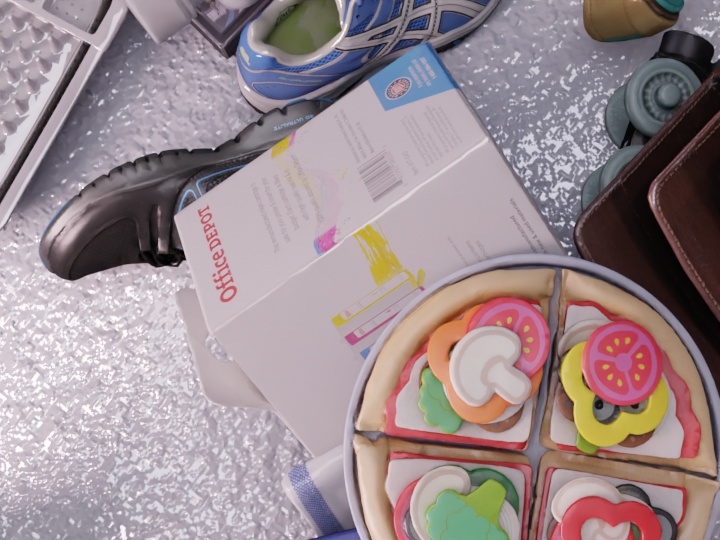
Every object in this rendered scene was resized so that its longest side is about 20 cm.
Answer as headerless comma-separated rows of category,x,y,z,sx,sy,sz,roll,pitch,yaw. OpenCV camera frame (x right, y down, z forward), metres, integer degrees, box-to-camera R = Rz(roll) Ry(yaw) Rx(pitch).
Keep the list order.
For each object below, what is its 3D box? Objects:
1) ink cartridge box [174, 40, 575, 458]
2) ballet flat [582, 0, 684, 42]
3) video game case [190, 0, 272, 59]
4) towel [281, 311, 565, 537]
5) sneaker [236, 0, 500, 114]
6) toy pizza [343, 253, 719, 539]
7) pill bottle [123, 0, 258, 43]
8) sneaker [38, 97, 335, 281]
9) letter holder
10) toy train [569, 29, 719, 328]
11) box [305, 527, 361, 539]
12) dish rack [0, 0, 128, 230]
ink cartridge box,0.000,0.000,0.969,0.199,0.129,0.126,-34,122,7
ballet flat,0.150,-0.227,1.054,0.063,0.068,0.202,-21,57,43
video game case,-0.075,-0.264,1.107,0.200,0.026,0.181,-45,78,-3
towel,0.062,0.100,0.972,0.199,0.147,0.024,-32,49,0
sneaker,0.014,-0.160,1.052,0.199,0.077,0.076,-35,76,-3
toy pizza,0.090,0.092,0.892,0.197,0.032,0.203,0,87,-6
pill bottle,-0.063,-0.223,1.028,0.199,0.111,0.111,-38,78,-3
sneaker,-0.091,-0.030,1.041,0.198,0.073,0.083,-22,79,2
letter holder,0.226,0.011,0.935,0.142,0.100,0.200,-44,106,-12
toy train,0.184,-0.033,1.011,0.113,0.085,0.202,18,82,-1
box,-0.016,0.199,0.921,0.198,0.032,0.123,-14,81,3
dish rack,-0.245,-0.127,1.091,0.170,0.044,0.201,28,83,9
